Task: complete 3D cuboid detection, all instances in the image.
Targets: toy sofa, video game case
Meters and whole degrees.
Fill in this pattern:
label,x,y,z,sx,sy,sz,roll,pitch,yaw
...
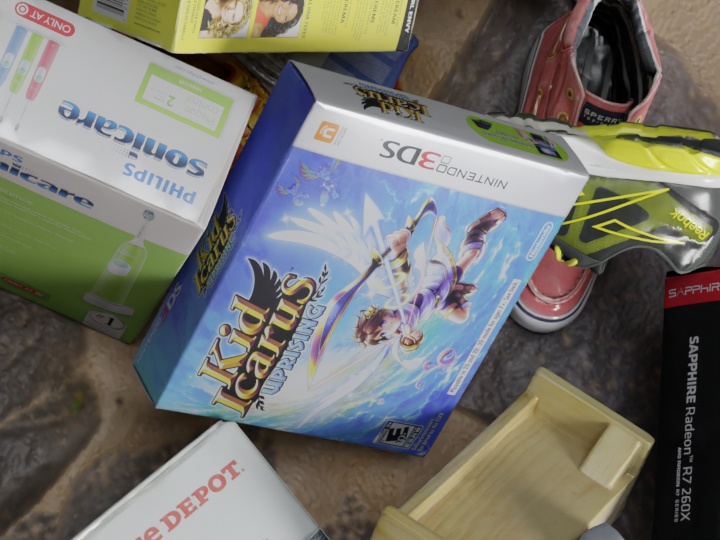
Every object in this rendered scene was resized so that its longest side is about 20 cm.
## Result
label,x,y,z,sx,sy,sz,roll,pitch,yaw
toy sofa,0.074,0.145,1.457,0.083,0.098,0.200,32,35,15
video game case,0.000,0.000,1.437,0.181,0.201,0.046,13,28,-32

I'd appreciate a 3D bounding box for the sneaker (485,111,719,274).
label,x,y,z,sx,sy,sz,roll,pitch,yaw
sneaker,0.111,-0.041,1.505,0.199,0.074,0.085,5,102,12

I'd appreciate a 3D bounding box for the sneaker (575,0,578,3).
label,x,y,z,sx,sy,sz,roll,pitch,yaw
sneaker,0.112,-0.215,1.588,0.200,0.074,0.088,29,74,-41

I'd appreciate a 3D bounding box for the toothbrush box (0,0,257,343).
label,x,y,z,sx,sy,sz,roll,pitch,yaw
toothbrush box,-0.154,-0.052,1.426,0.145,0.200,0.086,24,68,-6

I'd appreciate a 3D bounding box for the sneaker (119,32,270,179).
label,x,y,z,sx,sy,sz,roll,pitch,yaw
sneaker,-0.068,-0.072,1.524,0.200,0.077,0.073,39,67,-2

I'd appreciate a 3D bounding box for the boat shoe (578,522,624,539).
label,x,y,z,sx,sy,sz,roll,pitch,yaw
boat shoe,0.144,0.235,1.450,0.067,0.074,0.201,-26,112,-12

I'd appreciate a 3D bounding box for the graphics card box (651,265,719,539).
label,x,y,z,sx,sy,sz,roll,pitch,yaw
graphics card box,0.217,0.111,1.526,0.125,0.051,0.201,30,60,-49

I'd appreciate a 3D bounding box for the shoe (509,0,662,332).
label,x,y,z,sx,sy,sz,roll,pitch,yaw
shoe,0.125,-0.069,1.569,0.071,0.091,0.201,14,69,-11

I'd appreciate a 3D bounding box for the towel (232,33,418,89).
label,x,y,z,sx,sy,sz,roll,pitch,yaw
towel,-0.064,-0.160,1.547,0.200,0.024,0.147,34,30,-4

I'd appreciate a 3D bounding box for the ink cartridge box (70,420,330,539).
label,x,y,z,sx,sy,sz,roll,pitch,yaw
ink cartridge box,-0.069,0.204,1.430,0.146,0.083,0.200,-37,87,-23

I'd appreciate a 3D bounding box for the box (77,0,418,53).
label,x,y,z,sx,sy,sz,roll,pitch,yaw
box,-0.056,-0.148,1.437,0.199,0.075,0.050,-6,113,-51
